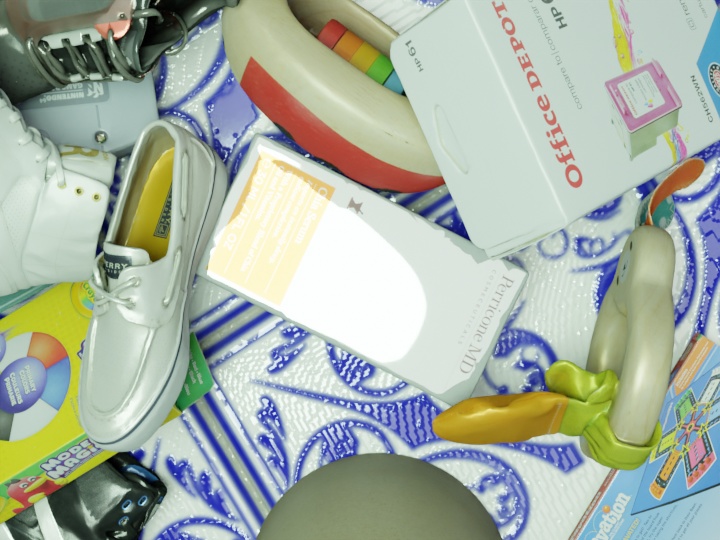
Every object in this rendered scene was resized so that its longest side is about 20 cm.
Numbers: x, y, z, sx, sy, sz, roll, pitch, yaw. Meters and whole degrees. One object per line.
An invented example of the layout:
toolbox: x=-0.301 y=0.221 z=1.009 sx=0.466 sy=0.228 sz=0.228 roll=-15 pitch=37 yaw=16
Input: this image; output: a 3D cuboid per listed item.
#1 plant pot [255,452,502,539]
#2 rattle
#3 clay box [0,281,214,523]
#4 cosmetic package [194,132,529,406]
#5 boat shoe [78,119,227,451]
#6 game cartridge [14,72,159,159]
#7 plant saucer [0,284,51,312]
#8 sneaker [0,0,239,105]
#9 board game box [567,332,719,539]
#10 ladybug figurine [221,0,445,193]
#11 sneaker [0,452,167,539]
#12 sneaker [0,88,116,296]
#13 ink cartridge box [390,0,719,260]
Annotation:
plant pot: x=0.010 y=0.223 z=0.743 sx=0.184 sy=0.200 sz=0.191 roll=0 pitch=91 yaw=1
rattle: x=0.137 y=0.018 z=0.778 sx=0.141 sy=0.130 sz=0.204 roll=8 pitch=88 yaw=15
clay box: x=-0.203 y=0.078 z=0.795 sx=0.198 sy=0.048 sz=0.116 roll=-32 pitch=57 yaw=3
cosmetic package: x=0.000 y=0.000 z=0.800 sx=0.198 sy=0.071 sz=0.103 roll=26 pitch=92 yaw=0
boat shoe: x=-0.135 y=0.006 z=0.731 sx=0.070 sy=0.070 sz=0.203 roll=10 pitch=76 yaw=25
game cartridge: x=-0.235 y=-0.123 z=0.790 sx=0.197 sy=0.040 sz=0.136 roll=-7 pitch=80 yaw=-15
plant saucer: x=-0.267 y=0.014 z=0.770 sx=0.199 sy=0.019 sz=0.071 roll=-32 pitch=122 yaw=-30
sneaker: x=-0.159 y=-0.145 z=0.723 sx=0.198 sy=0.077 sz=0.083 roll=-30 pitch=54 yaw=6
board game box: x=0.219 y=0.156 z=0.825 sx=0.102 sy=0.019 sz=0.202 roll=32 pitch=92 yaw=-1
ladybug figurine: x=-0.009 y=-0.115 z=0.775 sx=0.199 sy=0.136 sz=0.072 roll=38 pitch=120 yaw=2
sneaker: x=-0.159 y=0.200 z=0.809 sx=0.111 sy=0.073 sz=0.201 roll=-36 pitch=89 yaw=4
sneaker: x=-0.204 y=-0.080 z=0.714 sx=0.114 sy=0.074 sz=0.203 roll=-8 pitch=120 yaw=-16
ink cartridge box: x=0.135 y=-0.115 z=0.739 sx=0.198 sy=0.084 sz=0.146 roll=-27 pitch=92 yaw=-32
